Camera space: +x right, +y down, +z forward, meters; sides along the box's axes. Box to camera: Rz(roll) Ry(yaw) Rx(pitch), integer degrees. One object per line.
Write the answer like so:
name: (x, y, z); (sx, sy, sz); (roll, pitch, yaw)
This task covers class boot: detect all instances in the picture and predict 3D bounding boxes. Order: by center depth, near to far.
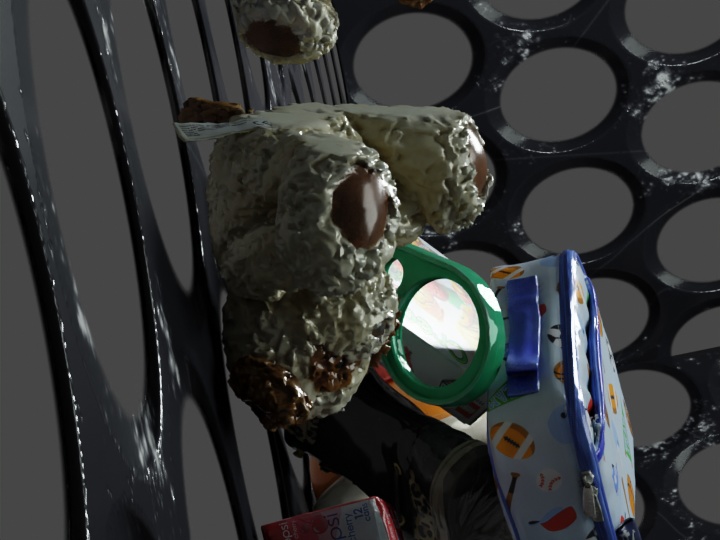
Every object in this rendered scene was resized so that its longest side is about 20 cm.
boot: (0.024, 0.142, 1.502); (0.151, 0.073, 0.200); (38, -27, 28)

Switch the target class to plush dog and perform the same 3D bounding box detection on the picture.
plush dog: (-0.032, 0.000, 1.269); (0.200, 0.160, 0.172); (-29, 126, -62)
plush dog: (-0.020, -0.273, 1.733); (0.161, 0.171, 0.200); (-93, 170, -66)

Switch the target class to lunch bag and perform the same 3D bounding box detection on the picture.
lunch bag: (0.118, 0.090, 1.395); (0.200, 0.075, 0.160); (-87, 164, -55)

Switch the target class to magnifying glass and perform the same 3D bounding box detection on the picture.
magnifying glass: (0.015, -0.003, 1.367); (0.022, 0.080, 0.200); (7, 39, -49)

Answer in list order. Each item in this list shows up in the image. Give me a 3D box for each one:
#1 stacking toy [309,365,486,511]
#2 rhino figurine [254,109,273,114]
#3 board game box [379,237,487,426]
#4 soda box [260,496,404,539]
stacking toy: (-0.005, 0.067, 1.638); (0.200, 0.146, 0.146); (61, -2, 16)
rhino figurine: (-0.045, -0.039, 1.564); (0.087, 0.060, 0.200); (54, 16, -29)
board game box: (0.000, 0.000, 1.454); (0.200, 0.035, 0.126); (36, 25, -23)
soda box: (-0.009, 0.170, 1.341); (0.200, 0.070, 0.064); (69, 7, -81)
